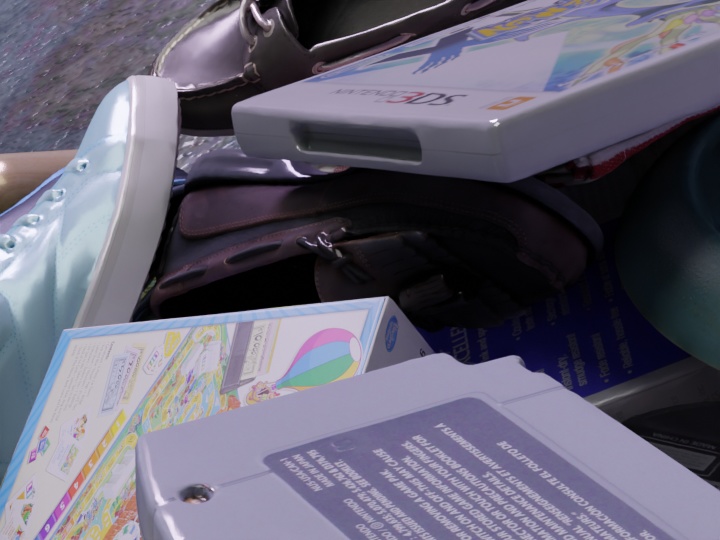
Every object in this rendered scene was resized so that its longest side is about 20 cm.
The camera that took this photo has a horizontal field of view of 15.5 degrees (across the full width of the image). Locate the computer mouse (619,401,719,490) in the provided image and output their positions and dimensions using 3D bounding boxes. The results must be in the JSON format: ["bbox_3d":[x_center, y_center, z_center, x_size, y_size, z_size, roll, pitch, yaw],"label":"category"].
[{"bbox_3d":[0.070,0.096,0.715,0.138,0.053,0.200,12,27,33],"label":"computer mouse"}]

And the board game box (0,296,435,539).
[{"bbox_3d":[-0.065,0.103,0.824,0.134,0.034,0.200,-6,50,33],"label":"board game box"}]

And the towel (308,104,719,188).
[{"bbox_3d":[0.071,-0.059,0.936,0.144,0.023,0.200,-26,14,-31],"label":"towel"}]

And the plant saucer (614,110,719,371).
[{"bbox_3d":[0.179,-0.019,0.827,0.200,0.027,0.200,-4,30,2],"label":"plant saucer"}]

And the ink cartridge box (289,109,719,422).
[{"bbox_3d":[0.074,0.005,0.921,0.200,0.043,0.198,-19,30,9],"label":"ink cartridge box"}]

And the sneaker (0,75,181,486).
[{"bbox_3d":[-0.124,0.007,0.961,0.074,0.082,0.200,132,158,-63],"label":"sneaker"}]

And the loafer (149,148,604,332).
[{"bbox_3d":[0.000,0.000,0.892,0.200,0.072,0.063,5,61,52],"label":"loafer"}]

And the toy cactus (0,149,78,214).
[{"bbox_3d":[-0.184,-0.010,1.137,0.165,0.102,0.200,-15,21,-20],"label":"toy cactus"}]

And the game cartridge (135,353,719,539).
[{"bbox_3d":[0.027,0.079,0.647,0.133,0.041,0.200,-10,24,-26],"label":"game cartridge"}]

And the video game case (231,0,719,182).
[{"bbox_3d":[0.082,-0.073,0.860,0.200,0.022,0.182,-21,14,-24],"label":"video game case"}]

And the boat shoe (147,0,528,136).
[{"bbox_3d":[0.005,-0.105,0.999,0.200,0.057,0.067,-14,52,15],"label":"boat shoe"}]

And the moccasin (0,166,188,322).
[{"bbox_3d":[-0.126,0.010,1.043,0.068,0.081,0.200,1,39,34],"label":"moccasin"}]
